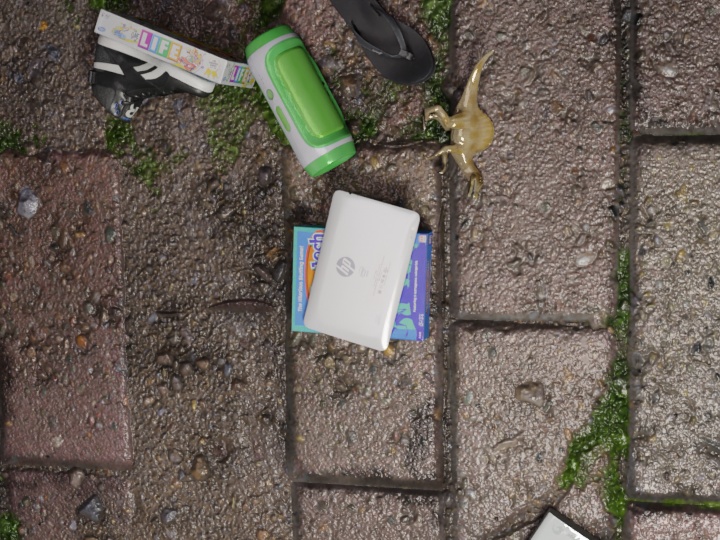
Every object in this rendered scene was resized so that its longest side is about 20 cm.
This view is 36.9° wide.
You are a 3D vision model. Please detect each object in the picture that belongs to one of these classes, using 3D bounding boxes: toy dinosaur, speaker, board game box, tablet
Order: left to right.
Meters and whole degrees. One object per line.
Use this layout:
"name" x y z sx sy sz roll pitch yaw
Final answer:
"board game box" -0.255 -0.311 1.523 0.198 0.134 0.035 24 102 10
"speaker" -0.084 -0.237 1.511 0.088 0.088 0.202 -28 89 16
"tablet" 0.000 0.000 1.513 0.128 0.014 0.203 16 99 12
"board game box" 0.001 0.016 1.545 0.197 0.045 0.155 3 97 15
"toy dinosaur" 0.136 -0.204 1.488 0.099 0.058 0.203 1 105 -1

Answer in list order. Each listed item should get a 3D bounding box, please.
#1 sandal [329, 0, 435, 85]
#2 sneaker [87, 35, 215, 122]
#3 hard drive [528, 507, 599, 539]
"sandal" 0.021 -0.333 1.496 0.076 0.043 0.200 -45 85 15
"sneaker" -0.308 -0.262 1.580 0.198 0.073 0.113 25 106 18
"hard drive" 0.272 0.458 1.542 0.131 0.026 0.202 32 104 8
